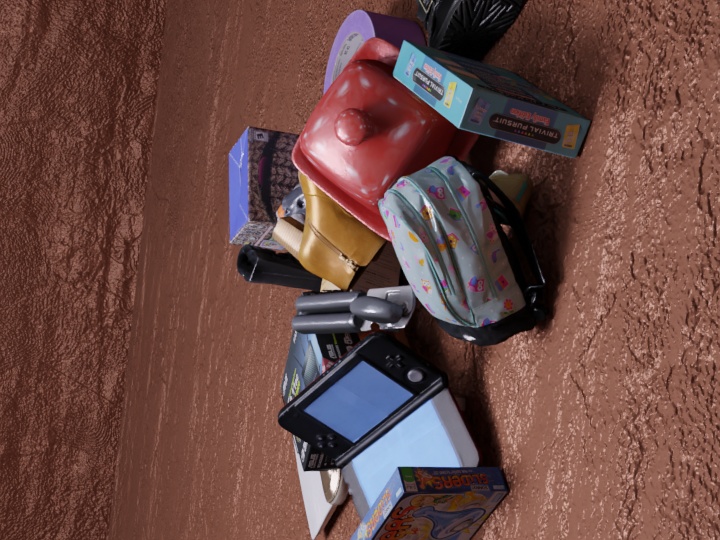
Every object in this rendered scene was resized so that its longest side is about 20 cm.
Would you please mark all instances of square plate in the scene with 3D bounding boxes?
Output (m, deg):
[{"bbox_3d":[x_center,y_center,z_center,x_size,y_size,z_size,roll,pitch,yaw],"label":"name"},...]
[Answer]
[{"bbox_3d":[-0.052,0.287,1.728,0.199,0.028,0.200,-104,30,-41],"label":"square plate"}]

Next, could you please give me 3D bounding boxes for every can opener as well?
[{"bbox_3d":[-0.014,0.045,1.321,0.199,0.066,0.053,-7,63,47],"label":"can opener"}]

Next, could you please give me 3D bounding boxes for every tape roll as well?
[{"bbox_3d":[0.019,-0.280,1.631,0.200,0.084,0.201,-174,90,-68],"label":"tape roll"}]

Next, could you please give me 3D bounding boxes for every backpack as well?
[{"bbox_3d":[0.107,-0.023,1.224,0.167,0.126,0.201,23,141,62],"label":"backpack"}]

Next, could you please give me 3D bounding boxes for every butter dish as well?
[{"bbox_3d":[0.012,-0.164,1.317,0.199,0.148,0.200,39,102,17],"label":"butter dish"}]

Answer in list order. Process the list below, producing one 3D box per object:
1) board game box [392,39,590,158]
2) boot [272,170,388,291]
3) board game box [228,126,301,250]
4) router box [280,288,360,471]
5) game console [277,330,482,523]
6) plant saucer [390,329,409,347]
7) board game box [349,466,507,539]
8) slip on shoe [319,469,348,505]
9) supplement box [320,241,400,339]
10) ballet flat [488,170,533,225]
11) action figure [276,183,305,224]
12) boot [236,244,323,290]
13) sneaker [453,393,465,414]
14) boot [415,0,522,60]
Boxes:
[{"bbox_3d":[0.141,-0.194,1.229,0.047,0.150,0.200,-70,26,19],"label":"board game box"},{"bbox_3d":[-0.020,-0.083,1.453,0.202,0.144,0.071,-63,-14,21],"label":"boot"},{"bbox_3d":[-0.098,-0.120,1.716,0.097,0.199,0.160,142,129,-58],"label":"board game box"},{"bbox_3d":[-0.050,0.147,1.460,0.150,0.062,0.201,-110,26,-44],"label":"router box"},{"bbox_3d":[0.017,0.201,1.318,0.200,0.172,0.119,-42,27,27],"label":"game console"},{"bbox_3d":[0.027,0.157,1.570,0.200,0.032,0.202,-173,90,-68],"label":"plant saucer"},{"bbox_3d":[0.070,0.300,1.296,0.200,0.135,0.035,116,149,-42],"label":"board game box"},{"bbox_3d":[-0.058,0.250,1.636,0.076,0.060,0.201,139,132,-56],"label":"slip on shoe"},{"bbox_3d":[0.000,0.000,1.566,0.126,0.073,0.201,-39,37,56],"label":"supplement box"},{"bbox_3d":[0.147,-0.091,1.330,0.063,0.069,0.200,-57,24,-8],"label":"ballet flat"},{"bbox_3d":[-0.054,-0.127,1.581,0.193,0.104,0.201,-42,30,32],"label":"action figure"},{"bbox_3d":[-0.096,0.002,1.682,0.165,0.199,0.066,-173,89,-67],"label":"boot"},{"bbox_3d":[0.053,0.212,1.407,0.199,0.071,0.113,-7,78,50],"label":"sneaker"},{"bbox_3d":[0.128,-0.360,1.397,0.211,0.079,0.159,133,137,-56],"label":"boot"}]
